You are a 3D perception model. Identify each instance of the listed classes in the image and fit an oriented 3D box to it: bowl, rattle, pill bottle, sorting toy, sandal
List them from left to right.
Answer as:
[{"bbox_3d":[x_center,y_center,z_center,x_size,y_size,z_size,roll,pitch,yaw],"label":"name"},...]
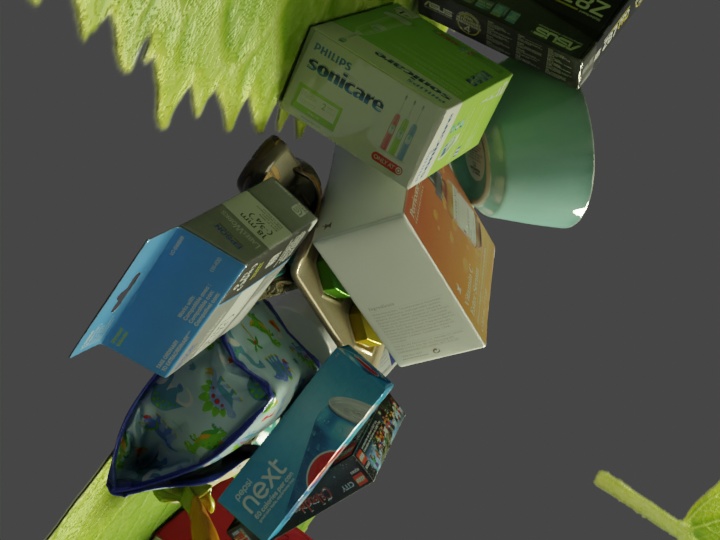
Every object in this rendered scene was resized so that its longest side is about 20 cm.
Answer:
[{"bbox_3d":[-0.137,0.250,1.382,0.199,0.142,0.132,0,121,-57],"label":"rattle"},{"bbox_3d":[-0.066,-0.075,1.130,0.082,0.054,0.200,-56,169,-7],"label":"sandal"},{"bbox_3d":[-0.019,0.016,1.402,0.201,0.115,0.116,-50,166,-34],"label":"pill bottle"},{"bbox_3d":[0.000,0.000,1.271,0.202,0.036,0.187,62,34,-36],"label":"sorting toy"},{"bbox_3d":[0.161,-0.138,1.268,0.103,0.203,0.202,-11,151,-14],"label":"bowl"}]

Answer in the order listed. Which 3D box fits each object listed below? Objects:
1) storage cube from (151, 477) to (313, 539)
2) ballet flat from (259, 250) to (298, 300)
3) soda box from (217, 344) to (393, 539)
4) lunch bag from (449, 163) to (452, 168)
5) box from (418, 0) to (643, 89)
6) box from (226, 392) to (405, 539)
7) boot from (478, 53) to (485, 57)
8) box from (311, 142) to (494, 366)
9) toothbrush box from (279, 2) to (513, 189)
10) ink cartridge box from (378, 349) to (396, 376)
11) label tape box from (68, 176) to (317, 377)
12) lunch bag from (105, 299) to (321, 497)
[{"bbox_3d":[-0.194,0.421,1.588,0.179,0.170,0.202,-34,154,-59],"label":"storage cube"},{"bbox_3d":[-0.095,0.000,1.217,0.075,0.068,0.199,-39,172,26],"label":"ballet flat"},{"bbox_3d":[-0.054,0.175,1.195,0.201,0.068,0.064,-52,172,6],"label":"soda box"},{"bbox_3d":[0.083,-0.134,1.366,0.162,0.076,0.202,64,35,-40],"label":"lunch bag"},{"bbox_3d":[0.183,-0.294,1.232,0.162,0.198,0.049,-51,158,-25],"label":"box"},{"bbox_3d":[-0.049,0.226,1.312,0.199,0.038,0.137,-35,-171,28],"label":"box"},{"bbox_3d":[0.132,-0.194,1.591,0.202,0.072,0.151,-62,169,0],"label":"boot"},{"bbox_3d":[0.051,-0.028,1.221,0.201,0.105,0.154,55,32,-37],"label":"box"},{"bbox_3d":[0.039,-0.170,1.098,0.087,0.144,0.200,-63,168,26],"label":"toothbrush box"},{"bbox_3d":[-0.055,0.112,1.437,0.196,0.197,0.044,-44,127,-51],"label":"ink cartridge box"},{"bbox_3d":[-0.136,0.014,0.988,0.145,0.063,0.200,-51,174,30],"label":"label tape box"},{"bbox_3d":[-0.154,0.141,1.184,0.200,0.128,0.170,-42,174,14],"label":"lunch bag"}]
